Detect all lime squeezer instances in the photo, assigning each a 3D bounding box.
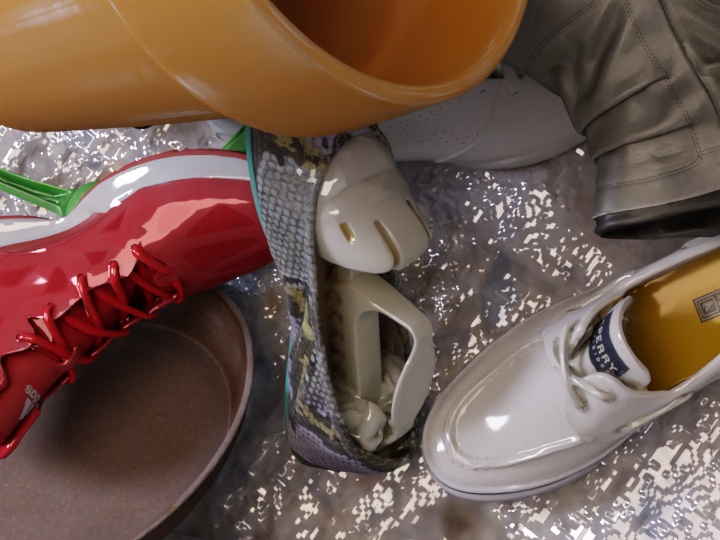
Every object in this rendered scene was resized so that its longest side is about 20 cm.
[{"bbox_3d":[-0.115,-0.034,0.889,0.200,0.071,0.038,0,62,34],"label":"lime squeezer"}]

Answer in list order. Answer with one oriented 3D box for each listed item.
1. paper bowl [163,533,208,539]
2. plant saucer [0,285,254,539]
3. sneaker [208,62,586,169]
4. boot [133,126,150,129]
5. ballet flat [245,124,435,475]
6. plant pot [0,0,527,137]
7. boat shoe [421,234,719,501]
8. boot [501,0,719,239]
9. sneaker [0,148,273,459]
[{"bbox_3d":[-0.109,0.213,0.827,0.200,0.104,0.201,-4,81,23],"label":"paper bowl"},{"bbox_3d":[-0.137,0.074,0.852,0.200,0.035,0.201,-12,40,10],"label":"plant saucer"},{"bbox_3d":[0.025,-0.082,0.829,0.199,0.088,0.075,-14,75,19],"label":"sneaker"},{"bbox_3d":[-0.075,-0.163,0.831,0.144,0.072,0.200,32,80,10],"label":"boot"},{"bbox_3d":[0.000,0.000,0.795,0.072,0.072,0.201,9,122,23],"label":"ballet flat"},{"bbox_3d":[-0.068,-0.132,0.688,0.183,0.200,0.201,-16,75,39],"label":"plant pot"},{"bbox_3d":[0.106,0.034,0.786,0.200,0.070,0.071,-26,72,16],"label":"boat shoe"},{"bbox_3d":[0.087,-0.073,0.752,0.199,0.068,0.131,-10,78,7],"label":"boot"},{"bbox_3d":[-0.114,0.025,0.829,0.200,0.078,0.116,-17,46,25],"label":"sneaker"}]
